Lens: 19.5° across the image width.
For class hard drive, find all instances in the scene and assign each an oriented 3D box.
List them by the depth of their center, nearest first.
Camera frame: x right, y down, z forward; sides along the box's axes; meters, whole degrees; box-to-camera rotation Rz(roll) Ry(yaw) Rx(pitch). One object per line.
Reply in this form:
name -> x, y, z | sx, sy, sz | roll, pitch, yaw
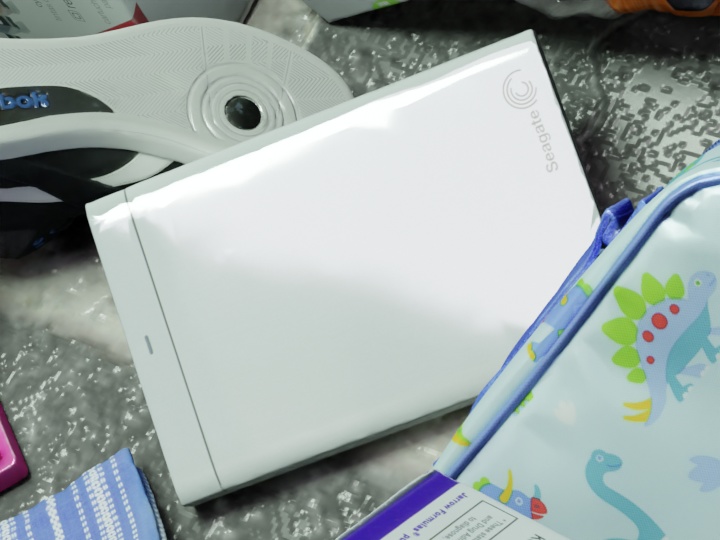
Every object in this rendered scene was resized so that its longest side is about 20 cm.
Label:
hard drive -> 0.000, 0.000, 0.849 | 0.199, 0.027, 0.133 | -21, 80, 8

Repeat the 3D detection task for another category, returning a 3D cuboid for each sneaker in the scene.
sneaker -> -0.108, -0.053, 0.925 | 0.199, 0.112, 0.073 | 1, 62, -19

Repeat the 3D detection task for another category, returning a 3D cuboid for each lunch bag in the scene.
lunch bag -> 0.114, 0.065, 0.648 | 0.161, 0.082, 0.200 | 39, 115, 7

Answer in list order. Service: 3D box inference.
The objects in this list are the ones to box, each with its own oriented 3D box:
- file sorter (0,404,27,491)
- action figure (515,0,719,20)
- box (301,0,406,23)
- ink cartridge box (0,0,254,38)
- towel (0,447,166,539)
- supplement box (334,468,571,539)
file sorter -> -0.259, 0.022, 0.901 | 0.138, 0.126, 0.200 | -31, 55, 1
action figure -> 0.187, -0.147, 0.865 | 0.193, 0.105, 0.200 | 21, 58, 22
box -> 0.058, -0.192, 0.899 | 0.200, 0.041, 0.157 | -5, 53, 56
ink cartridge box -> -0.154, -0.187, 0.974 | 0.199, 0.145, 0.145 | 14, 67, 28
towel -> -0.164, 0.153, 0.812 | 0.199, 0.024, 0.145 | -28, 30, 0
supplement box -> 0.069, 0.156, 0.582 | 0.199, 0.102, 0.103 | 24, 28, 24
